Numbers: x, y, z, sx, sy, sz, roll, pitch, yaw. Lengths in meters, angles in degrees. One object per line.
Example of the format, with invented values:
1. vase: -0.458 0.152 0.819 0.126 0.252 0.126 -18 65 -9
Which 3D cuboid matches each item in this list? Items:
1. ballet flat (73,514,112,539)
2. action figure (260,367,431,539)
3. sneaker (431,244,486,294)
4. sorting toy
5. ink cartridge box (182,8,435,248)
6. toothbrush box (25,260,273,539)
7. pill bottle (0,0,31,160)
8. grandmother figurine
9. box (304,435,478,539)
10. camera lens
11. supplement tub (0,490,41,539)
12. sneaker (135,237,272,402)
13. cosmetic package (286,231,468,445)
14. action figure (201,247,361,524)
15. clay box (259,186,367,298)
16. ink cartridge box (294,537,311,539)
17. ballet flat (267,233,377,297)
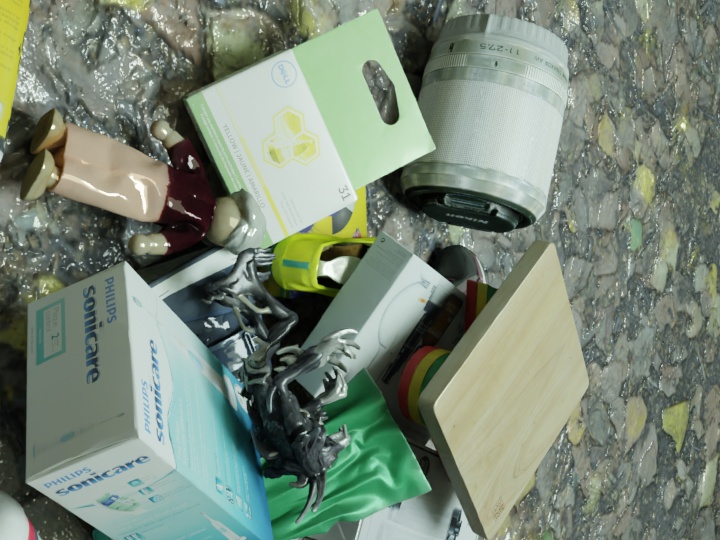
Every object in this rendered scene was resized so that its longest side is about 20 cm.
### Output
1. ballet flat: -0.197 0.180 0.792 0.071 0.070 0.201 -46 125 -36
2. action figure: -0.054 0.184 0.837 0.199 0.055 0.119 -29 86 -11
3. sneaker: 0.075 0.037 1.068 0.115 0.075 0.202 41 47 -40
4. sorting toy: 0.120 0.104 0.916 0.200 0.069 0.200 -49 136 -28
5. ink cartridge box: -0.037 -0.127 0.877 0.199 0.048 0.147 -27 105 -10
6. toothbrush box: -0.148 0.115 0.714 0.200 0.085 0.147 59 12 -50
7. pill bottle: -0.270 -0.172 0.635 0.111 0.111 0.202 13 84 -49
8. grandmother figurine: -0.160 -0.062 0.783 0.199 0.060 0.123 22 67 -33
9. box: 0.043 0.225 0.956 0.200 0.060 0.118 35 66 -46
10. camera lens: 0.135 -0.152 1.072 0.159 0.159 0.202 22 77 -48
11. supplement tub: -0.256 0.264 0.678 0.140 0.139 0.202 -43 124 -37
12. sneaker: -0.153 0.065 0.824 0.202 0.076 0.148 -28 112 -46
13. cosmetic package: 0.041 0.072 0.931 0.151 0.052 0.200 -54 141 2
14. action figure: -0.049 0.082 0.762 0.101 0.119 0.202 -17 72 -24
15. clay box: -0.047 -0.082 0.954 0.114 0.047 0.202 -12 104 -48
16. ink cartridge box: -0.047 0.256 0.962 0.200 0.083 0.146 -40 122 -39
17. ballet flat: 0.000 0.000 0.931 0.199 0.067 0.068 4 91 -50
